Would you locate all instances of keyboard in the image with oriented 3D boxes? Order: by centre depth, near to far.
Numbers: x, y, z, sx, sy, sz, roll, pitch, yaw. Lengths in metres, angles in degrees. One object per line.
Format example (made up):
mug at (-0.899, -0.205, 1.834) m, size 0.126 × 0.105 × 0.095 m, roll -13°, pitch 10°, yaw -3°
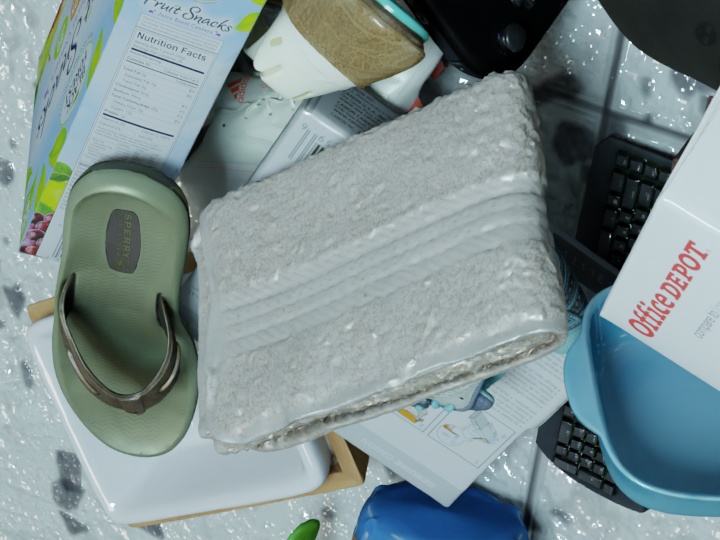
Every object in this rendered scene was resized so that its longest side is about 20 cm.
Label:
keyboard at (0.158, 0.040, 0.809) m, size 0.126 × 0.021 × 0.202 m, roll 21°, pitch 122°, yaw 24°

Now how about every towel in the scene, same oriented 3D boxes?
towel at (0.000, 0.000, 0.709) m, size 0.199 × 0.034 × 0.134 m, roll -23°, pitch 59°, yaw 32°

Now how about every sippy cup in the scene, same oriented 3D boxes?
sippy cup at (0.040, 0.195, 0.897) m, size 0.176 × 0.140 × 0.132 m, roll 7°, pitch 108°, yaw -4°

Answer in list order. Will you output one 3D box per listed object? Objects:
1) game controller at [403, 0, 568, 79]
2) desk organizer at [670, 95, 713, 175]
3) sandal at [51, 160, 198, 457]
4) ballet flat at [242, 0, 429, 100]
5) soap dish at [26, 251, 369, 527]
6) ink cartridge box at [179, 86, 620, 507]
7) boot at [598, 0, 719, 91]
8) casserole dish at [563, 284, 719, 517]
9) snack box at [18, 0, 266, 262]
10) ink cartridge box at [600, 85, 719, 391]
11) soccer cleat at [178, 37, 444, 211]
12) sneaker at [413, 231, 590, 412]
game controller at (0.031, -0.184, 0.702) m, size 0.200 × 0.105 × 0.042 m, roll 50°, pitch 161°, yaw -29°
desk organizer at (0.234, -0.010, 0.685) m, size 0.198 × 0.077 × 0.072 m, roll 15°, pitch 119°, yaw 20°
sandal at (-0.125, 0.032, 0.810) m, size 0.079 × 0.058 × 0.202 m, roll 2°, pitch 136°, yaw -1°
ballet flat at (-0.026, -0.125, 0.757) m, size 0.072 × 0.200 × 0.068 m, roll -45°, pitch 124°, yaw 9°
soap dish at (-0.094, 0.065, 0.948) m, size 0.199 × 0.081 × 0.159 m, roll -16°, pitch 102°, yaw 37°
ink cartridge box at (0.018, 0.017, 0.824) m, size 0.199 × 0.044 × 0.174 m, roll 34°, pitch 132°, yaw -7°
boot at (0.169, -0.127, 0.702) m, size 0.200 × 0.075 × 0.074 m, roll 48°, pitch 151°, yaw 24°
casserole dish at (0.187, 0.060, 0.711) m, size 0.197 × 0.122 × 0.039 m, roll -1°, pitch 141°, yaw -5°
snack box at (-0.114, -0.126, 0.817) m, size 0.067 × 0.170 × 0.201 m, roll 14°, pitch 132°, yaw -20°
ink cartridge box at (0.197, 0.017, 0.578) m, size 0.199 × 0.085 × 0.146 m, roll 32°, pitch 165°, yaw 10°
soccer cleat at (-0.036, -0.085, 0.845) m, size 0.078 × 0.070 × 0.199 m, roll 46°, pitch 134°, yaw -15°
sneaker at (0.023, 0.043, 0.766) m, size 0.199 × 0.078 × 0.086 m, roll -28°, pitch 117°, yaw 35°
